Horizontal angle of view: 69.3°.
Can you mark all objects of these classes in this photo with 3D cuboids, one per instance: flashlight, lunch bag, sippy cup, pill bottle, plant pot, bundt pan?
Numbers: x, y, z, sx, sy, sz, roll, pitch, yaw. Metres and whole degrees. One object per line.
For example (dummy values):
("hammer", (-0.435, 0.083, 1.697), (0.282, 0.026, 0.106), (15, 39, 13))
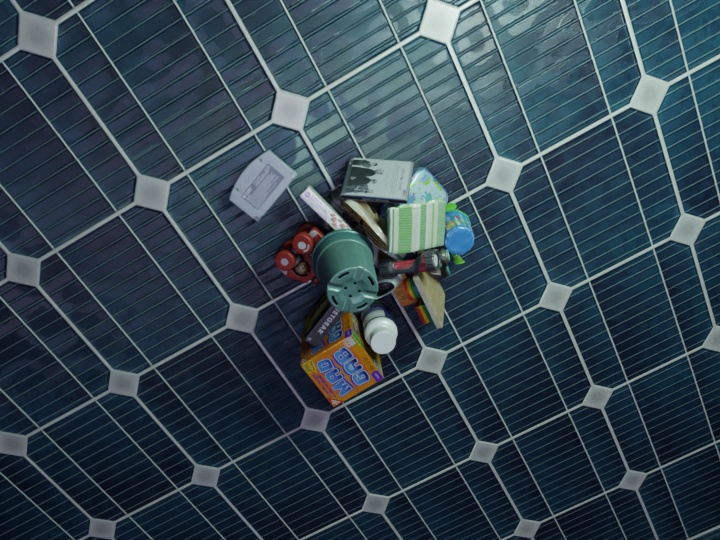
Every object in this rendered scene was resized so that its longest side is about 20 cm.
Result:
("flashlight", (0.146, -0.023, 1.588), (0.199, 0.068, 0.068), (-4, 148, 33))
("lunch bag", (0.168, -0.200, 1.609), (0.161, 0.082, 0.201), (42, 75, -21))
("sippy cup", (0.301, -0.115, 1.666), (0.178, 0.131, 0.140), (39, 104, -18))
("pill bottle", (0.064, 0.190, 1.732), (0.110, 0.200, 0.112), (-2, 113, -4))
("plant pot", (-0.038, 0.012, 1.527), (0.198, 0.197, 0.202), (-5, 120, -8))
("bundt pan", (-0.032, -0.170, 1.644), (0.200, 0.076, 0.204), (-2, 112, -5))

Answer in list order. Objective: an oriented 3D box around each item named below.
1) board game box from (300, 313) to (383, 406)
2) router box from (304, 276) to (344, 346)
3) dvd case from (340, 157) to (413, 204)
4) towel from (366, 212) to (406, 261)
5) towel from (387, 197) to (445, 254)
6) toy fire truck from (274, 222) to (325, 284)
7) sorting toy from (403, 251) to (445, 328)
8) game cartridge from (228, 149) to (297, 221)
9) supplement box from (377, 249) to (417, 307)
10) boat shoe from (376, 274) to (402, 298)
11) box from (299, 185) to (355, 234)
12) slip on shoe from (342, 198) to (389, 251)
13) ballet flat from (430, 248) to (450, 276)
("board game box", (-0.065, 0.286, 1.760), (0.199, 0.200, 0.201), (-31, 112, 9))
("router box", (-0.108, 0.130, 1.716), (0.052, 0.157, 0.200), (34, 105, -17))
("dvd case", (0.051, -0.269, 1.553), (0.198, 0.151, 0.025), (7, 149, 9))
("towel", (0.119, -0.144, 1.650), (0.149, 0.031, 0.201), (35, 78, -24))
("towel", (0.167, -0.130, 1.550), (0.199, 0.023, 0.154), (-13, 115, -26))
("toy fire truck", (-0.165, -0.039, 1.649), (0.168, 0.112, 0.200), (43, 113, -12))
("sorting toy", (0.204, 0.062, 1.701), (0.069, 0.200, 0.200), (-19, 114, 21))
("game cartridge", (-0.306, -0.265, 1.602), (0.133, 0.041, 0.200), (38, 104, -22))
("supplement box", (0.126, 0.018, 1.734), (0.066, 0.069, 0.201), (-20, 111, 19))
("boat shoe", (0.048, 0.059, 1.707), (0.200, 0.072, 0.070), (-26, 107, 39))
("box", (-0.098, -0.172, 1.576), (0.039, 0.041, 0.200), (-43, 105, 14))
("slip on shoe", (0.033, -0.147, 1.565), (0.061, 0.076, 0.200), (-42, 86, -19))
("ballet flat", (0.253, -0.024, 1.687), (0.068, 0.200, 0.069), (-15, 70, 6))
